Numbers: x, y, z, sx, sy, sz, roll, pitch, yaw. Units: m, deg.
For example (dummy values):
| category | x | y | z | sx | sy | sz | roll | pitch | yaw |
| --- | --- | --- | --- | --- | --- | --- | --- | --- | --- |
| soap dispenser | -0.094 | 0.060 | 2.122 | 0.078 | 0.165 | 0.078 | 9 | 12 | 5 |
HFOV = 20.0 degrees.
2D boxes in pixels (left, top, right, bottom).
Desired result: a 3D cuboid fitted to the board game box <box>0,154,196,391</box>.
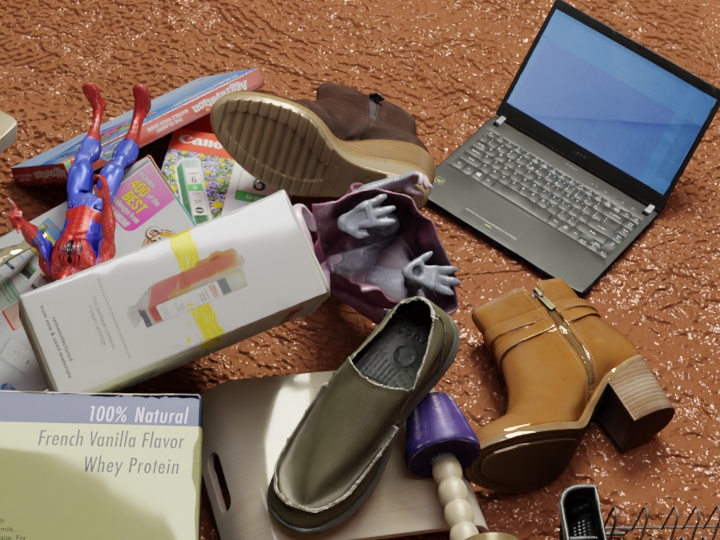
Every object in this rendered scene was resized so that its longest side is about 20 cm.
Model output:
| category | x | y | z | sx | sy | sz | roll | pitch | yaw |
| --- | --- | --- | --- | --- | --- | --- | --- | --- | --- |
| board game box | -0.210 | 0.018 | 1.563 | 0.200 | 0.040 | 0.153 | -29 | 57 | -10 |

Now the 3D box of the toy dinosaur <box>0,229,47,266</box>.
| category | x | y | z | sx | sy | sz | roll | pitch | yaw |
| --- | --- | --- | --- | --- | --- | --- | --- | --- | --- |
| toy dinosaur | -0.317 | 0.036 | 1.521 | 0.200 | 0.047 | 0.088 | -25 | 51 | -5 |

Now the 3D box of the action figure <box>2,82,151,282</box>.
| category | x | y | z | sx | sy | sz | roll | pitch | yaw |
| --- | --- | --- | --- | --- | --- | --- | --- | --- | --- |
| action figure | -0.211 | -0.069 | 1.541 | 0.065 | 0.099 | 0.200 | 2 | 60 | 12 |

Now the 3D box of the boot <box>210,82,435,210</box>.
| category | x | y | z | sx | sy | sz | roll | pitch | yaw |
| --- | --- | --- | --- | --- | --- | --- | --- | --- | --- |
| boot | -0.034 | -0.117 | 1.695 | 0.200 | 0.072 | 0.166 | 22 | 22 | -15 |

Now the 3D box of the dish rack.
| category | x | y | z | sx | sy | sz | roll | pitch | yaw |
| --- | --- | --- | --- | --- | --- | --- | --- | --- | --- |
| dish rack | 0.245 | 0.231 | 1.477 | 0.200 | 0.055 | 0.154 | 1 | 49 | -9 |

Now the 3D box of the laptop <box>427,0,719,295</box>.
| category | x | y | z | sx | sy | sz | roll | pitch | yaw |
| --- | --- | --- | --- | --- | --- | --- | --- | --- | --- |
| laptop | 0.177 | -0.107 | 1.737 | 0.177 | 0.103 | 0.200 | 32 | 51 | 20 |

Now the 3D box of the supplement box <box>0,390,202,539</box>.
| category | x | y | z | sx | sy | sz | roll | pitch | yaw |
| --- | --- | --- | --- | --- | --- | --- | --- | --- | --- |
| supplement box | -0.206 | 0.188 | 1.334 | 0.200 | 0.134 | 0.200 | 2 | 75 | -7 |

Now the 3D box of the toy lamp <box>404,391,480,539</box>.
| category | x | y | z | sx | sy | sz | roll | pitch | yaw |
| --- | --- | --- | --- | --- | --- | --- | --- | --- | --- |
| toy lamp | 0.071 | 0.177 | 1.439 | 0.058 | 0.058 | 0.200 | -6 | 55 | -15 |

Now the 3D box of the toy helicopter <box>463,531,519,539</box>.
| category | x | y | z | sx | sy | sz | roll | pitch | yaw |
| --- | --- | --- | --- | --- | --- | --- | --- | --- | --- |
| toy helicopter | 0.013 | 0.213 | 1.357 | 0.200 | 0.132 | 0.079 | -24 | 45 | 20 |

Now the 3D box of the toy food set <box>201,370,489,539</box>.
| category | x | y | z | sx | sy | sz | roll | pitch | yaw |
| --- | --- | --- | --- | --- | --- | --- | --- | --- | --- |
| toy food set | -0.016 | 0.149 | 1.507 | 0.200 | 0.060 | 0.144 | -4 | 54 | -23 |

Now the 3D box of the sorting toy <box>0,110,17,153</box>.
| category | x | y | z | sx | sy | sz | roll | pitch | yaw |
| --- | --- | --- | --- | --- | --- | --- | --- | --- | --- |
| sorting toy | -0.414 | -0.083 | 1.639 | 0.199 | 0.070 | 0.200 | 27 | 50 | 15 |

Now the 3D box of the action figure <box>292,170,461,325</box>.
| category | x | y | z | sx | sy | sz | roll | pitch | yaw |
| --- | --- | --- | --- | --- | --- | --- | --- | --- | --- |
| action figure | 0.000 | 0.000 | 1.579 | 0.149 | 0.200 | 0.134 | -13 | 93 | -19 |

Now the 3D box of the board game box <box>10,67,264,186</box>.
| category | x | y | z | sx | sy | sz | roll | pitch | yaw |
| --- | --- | --- | --- | --- | --- | --- | --- | --- | --- |
| board game box | -0.185 | -0.120 | 1.702 | 0.200 | 0.019 | 0.103 | -30 | 15 | -30 |

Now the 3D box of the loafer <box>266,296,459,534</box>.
| category | x | y | z | sx | sy | sz | roll | pitch | yaw |
| --- | --- | --- | --- | --- | --- | --- | --- | --- | --- |
| loafer | -0.003 | 0.094 | 1.439 | 0.075 | 0.070 | 0.200 | 25 | 67 | 20 |

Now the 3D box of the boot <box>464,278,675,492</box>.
| category | x | y | z | sx | sy | sz | roll | pitch | yaw |
| --- | --- | --- | --- | --- | --- | --- | --- | --- | --- |
| boot | 0.128 | 0.084 | 1.580 | 0.200 | 0.074 | 0.155 | -12 | 52 | -35 |

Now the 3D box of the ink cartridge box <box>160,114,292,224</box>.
| category | x | y | z | sx | sy | sz | roll | pitch | yaw |
| --- | --- | --- | --- | --- | --- | --- | --- | --- | --- |
| ink cartridge box | -0.111 | -0.071 | 1.691 | 0.109 | 0.050 | 0.200 | 10 | 49 | 1 |

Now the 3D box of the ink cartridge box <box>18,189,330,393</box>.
| category | x | y | z | sx | sy | sz | roll | pitch | yaw |
| --- | --- | --- | --- | --- | --- | --- | --- | --- | --- |
| ink cartridge box | -0.135 | 0.025 | 1.445 | 0.200 | 0.145 | 0.083 | -22 | 86 | -11 |
